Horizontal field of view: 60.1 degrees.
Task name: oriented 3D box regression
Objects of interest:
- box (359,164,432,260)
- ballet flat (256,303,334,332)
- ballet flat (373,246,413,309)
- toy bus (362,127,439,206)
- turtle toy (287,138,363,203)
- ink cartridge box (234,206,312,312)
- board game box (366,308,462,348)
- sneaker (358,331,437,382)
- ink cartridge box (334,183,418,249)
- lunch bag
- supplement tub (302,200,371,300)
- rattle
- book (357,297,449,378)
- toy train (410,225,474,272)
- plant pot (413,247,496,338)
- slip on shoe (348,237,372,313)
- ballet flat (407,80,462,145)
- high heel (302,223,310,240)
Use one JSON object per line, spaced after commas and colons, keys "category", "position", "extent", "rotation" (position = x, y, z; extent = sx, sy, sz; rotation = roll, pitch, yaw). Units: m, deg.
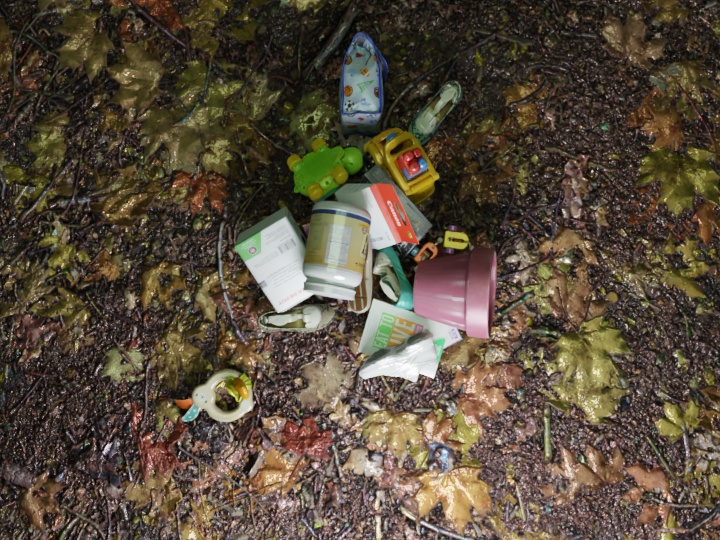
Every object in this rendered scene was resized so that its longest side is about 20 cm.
{"category": "box", "position": [0.071, -0.138, 1.514], "extent": [0.048, 0.159, 0.201], "rotation": [-40, 86, -23]}
{"category": "ballet flat", "position": [-0.161, 0.121, 1.536], "extent": [0.194, 0.075, 0.070], "rotation": [-5, 84, 0]}
{"category": "ballet flat", "position": [0.070, 0.008, 1.508], "extent": [0.069, 0.068, 0.202], "rotation": [0, 49, -37]}
{"category": "toy bus", "position": [0.100, -0.265, 1.505], "extent": [0.134, 0.192, 0.203], "rotation": [-29, 83, -9]}
{"category": "turtle toy", "position": [-0.081, -0.247, 1.555], "extent": [0.198, 0.102, 0.147], "rotation": [-33, 61, -4]}
{"category": "ink cartridge box", "position": [-0.189, -0.024, 1.500], "extent": [0.144, 0.084, 0.203], "rotation": [-28, 112, 6]}
{"category": "board game box", "position": [0.133, 0.147, 1.548], "extent": [0.196, 0.040, 0.156], "rotation": [-26, 85, -2]}
{"category": "sneaker", "position": [0.093, 0.224, 1.455], "extent": [0.196, 0.078, 0.101], "rotation": [-23, 101, 9]}
{"category": "ink cartridge box", "position": [0.036, -0.125, 1.471], "extent": [0.047, 0.198, 0.162], "rotation": [-38, 116, -23]}
{"category": "lunch bag", "position": [0.005, -0.458, 1.540], "extent": [0.120, 0.170, 0.206], "rotation": [-2, 84, -3]}
{"category": "supplement tub", "position": [-0.056, -0.043, 1.419], "extent": [0.140, 0.144, 0.206], "rotation": [9, 84, 1]}
{"category": "rattle", "position": [-0.359, 0.316, 1.492], "extent": [0.194, 0.143, 0.134], "rotation": [-7, 103, -6]}
{"category": "book", "position": [0.104, 0.162, 1.507], "extent": [0.195, 0.048, 0.137], "rotation": [18, 91, 2]}
{"category": "toy train", "position": [0.229, -0.022, 1.556], "extent": [0.198, 0.056, 0.152], "rotation": [35, 90, 2]}
{"category": "plant pot", "position": [0.220, 0.047, 1.444], "extent": [0.174, 0.200, 0.206], "rotation": [3, 84, 17]}
{"category": "slip on shoe", "position": [0.000, 0.000, 1.507], "extent": [0.074, 0.060, 0.206], "rotation": [-7, 85, 16]}
{"category": "ballet flat", "position": [0.188, -0.406, 1.585], "extent": [0.074, 0.074, 0.202], "rotation": [37, 86, 4]}
{"category": "high heel", "position": [-0.183, -0.045, 1.560], "extent": [0.195, 0.067, 0.098], "rotation": [-19, 83, -11]}
